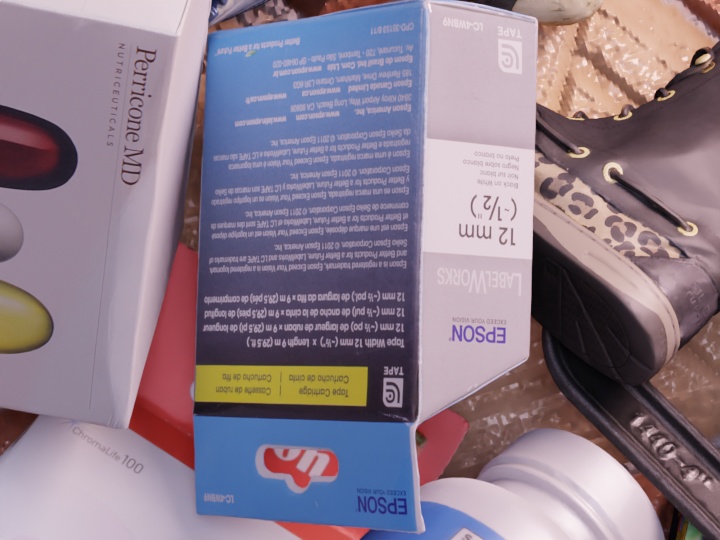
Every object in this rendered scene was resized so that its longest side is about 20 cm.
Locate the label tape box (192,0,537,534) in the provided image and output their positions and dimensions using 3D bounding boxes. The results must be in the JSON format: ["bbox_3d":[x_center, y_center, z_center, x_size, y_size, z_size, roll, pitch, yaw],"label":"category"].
[{"bbox_3d":[0.000,0.000,1.127,0.066,0.143,0.202,2,87,-39],"label":"label tape box"}]

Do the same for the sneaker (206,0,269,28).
[{"bbox_3d":[-0.047,-0.139,1.193,0.199,0.085,0.078,-15,88,23],"label":"sneaker"}]

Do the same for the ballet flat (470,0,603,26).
[{"bbox_3d":[0.028,-0.179,1.214,0.200,0.057,0.066,44,83,5],"label":"ballet flat"}]

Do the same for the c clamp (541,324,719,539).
[{"bbox_3d":[0.180,0.050,1.169,0.200,0.027,0.171,40,60,20],"label":"c clamp"}]

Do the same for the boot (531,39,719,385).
[{"bbox_3d":[0.106,-0.056,1.186,0.150,0.073,0.200,-31,54,-22],"label":"boot"}]

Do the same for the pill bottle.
[{"bbox_3d":[0.030,0.153,1.110,0.112,0.112,0.200,46,56,5],"label":"pill bottle"}]

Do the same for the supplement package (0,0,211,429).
[{"bbox_3d":[-0.166,-0.069,1.102,0.198,0.192,0.147,10,36,0],"label":"supplement package"}]

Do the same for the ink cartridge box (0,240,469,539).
[{"bbox_3d":[-0.071,0.106,1.171,0.162,0.057,0.201,31,86,4],"label":"ink cartridge box"}]

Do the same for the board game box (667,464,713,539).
[{"bbox_3d":[0.214,0.182,1.163,0.199,0.057,0.167,13,83,0],"label":"board game box"}]
